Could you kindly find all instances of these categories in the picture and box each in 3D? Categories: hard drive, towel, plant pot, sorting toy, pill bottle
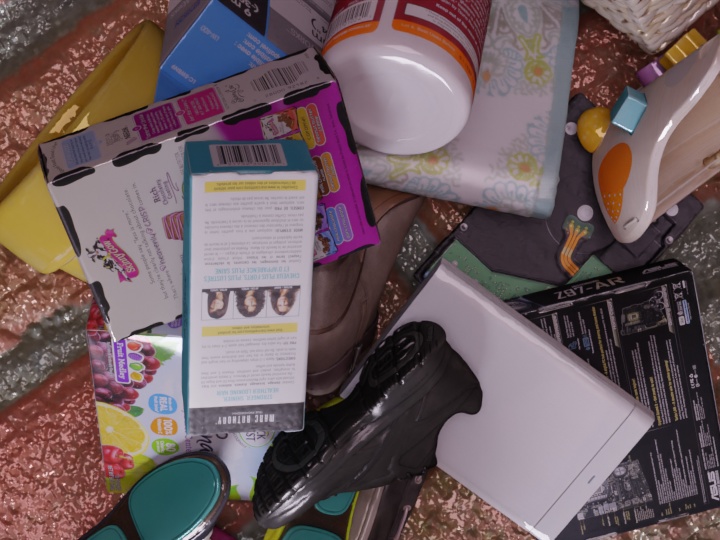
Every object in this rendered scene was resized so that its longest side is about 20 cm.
[{"bbox_3d":[0.158,-0.023,1.204,0.140,0.038,0.200,41,89,0],"label":"hard drive"},{"bbox_3d":[0.080,-0.145,1.168,0.171,0.048,0.201,10,66,1],"label":"towel"},{"bbox_3d":[-0.153,-0.055,1.133,0.189,0.201,0.201,39,90,-16],"label":"plant pot"},{"bbox_3d":[0.264,-0.140,1.112,0.200,0.180,0.107,-34,80,-23],"label":"sorting toy"},{"bbox_3d":[0.039,-0.192,1.089,0.113,0.113,0.200,14,54,-1],"label":"pill bottle"},{"bbox_3d":[0.102,0.101,1.130,0.200,0.027,0.132,36,107,-4],"label":"hard drive"}]

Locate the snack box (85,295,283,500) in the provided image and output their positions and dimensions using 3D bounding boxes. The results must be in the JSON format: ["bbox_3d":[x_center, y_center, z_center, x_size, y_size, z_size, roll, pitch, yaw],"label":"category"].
[{"bbox_3d":[-0.126,0.097,1.132,0.142,0.200,0.053,2,47,-1],"label":"snack box"}]

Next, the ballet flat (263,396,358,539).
[{"bbox_3d":[-0.041,0.192,1.163,0.067,0.067,0.201,24,79,-27],"label":"ballet flat"}]

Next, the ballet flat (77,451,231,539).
[{"bbox_3d":[-0.163,0.204,1.167,0.200,0.073,0.073,-39,90,21],"label":"ballet flat"}]

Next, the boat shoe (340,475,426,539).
[{"bbox_3d":[0.027,0.143,1.200,0.067,0.057,0.201,21,86,39],"label":"boat shoe"}]

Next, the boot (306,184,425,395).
[{"bbox_3d":[0.000,0.000,1.176,0.070,0.200,0.147,19,126,26],"label":"boot"}]

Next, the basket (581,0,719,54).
[{"bbox_3d":[0.210,-0.301,1.108,0.200,0.161,0.198,-40,53,-2],"label":"basket"}]

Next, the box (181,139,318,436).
[{"bbox_3d":[-0.076,0.014,0.988,0.082,0.049,0.201,-2,121,-11],"label":"box"}]

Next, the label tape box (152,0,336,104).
[{"bbox_3d":[-0.071,-0.159,1.101,0.144,0.200,0.063,35,123,-29],"label":"label tape box"}]

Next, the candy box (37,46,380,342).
[{"bbox_3d":[-0.100,-0.051,1.012,0.199,0.061,0.137,-20,125,-7],"label":"candy box"}]

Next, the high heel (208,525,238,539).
[{"bbox_3d":[-0.057,0.260,1.208,0.200,0.096,0.067,46,132,12],"label":"high heel"}]

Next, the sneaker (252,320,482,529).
[{"bbox_3d":[0.006,0.130,1.094,0.200,0.076,0.091,-40,117,12],"label":"sneaker"}]

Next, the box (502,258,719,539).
[{"bbox_3d":[0.196,0.107,1.174,0.160,0.044,0.201,-15,105,-3],"label":"box"}]
